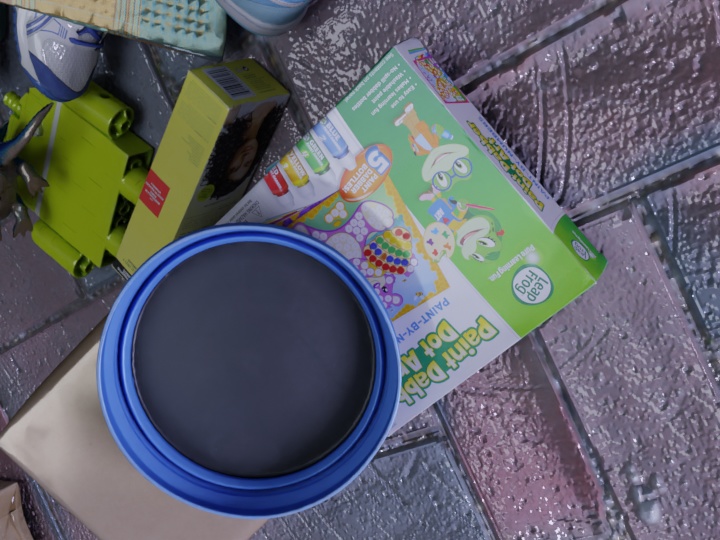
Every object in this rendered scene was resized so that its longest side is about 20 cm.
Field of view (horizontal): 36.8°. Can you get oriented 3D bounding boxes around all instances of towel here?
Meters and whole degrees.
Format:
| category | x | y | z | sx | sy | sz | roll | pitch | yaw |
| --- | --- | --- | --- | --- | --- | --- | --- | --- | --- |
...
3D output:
| category | x | y | z | sx | sy | sz | roll | pitch | yaw |
| --- | --- | --- | --- | --- | --- | --- | --- | --- | --- |
| towel | -0.184 | -0.249 | 0.799 | 0.199 | 0.022 | 0.147 | 14 | 112 | 2 |

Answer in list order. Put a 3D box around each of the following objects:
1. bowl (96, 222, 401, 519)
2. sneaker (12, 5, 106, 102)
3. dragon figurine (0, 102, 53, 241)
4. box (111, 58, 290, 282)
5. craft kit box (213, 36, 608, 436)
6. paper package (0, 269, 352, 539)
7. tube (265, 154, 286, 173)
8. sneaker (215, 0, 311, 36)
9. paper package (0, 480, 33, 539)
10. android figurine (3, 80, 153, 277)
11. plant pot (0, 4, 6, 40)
| category | x | y | z | sx | sy | sz | roll | pitch | yaw |
| --- | --- | --- | --- | --- | --- | --- | --- | --- | --- |
| bowl | -0.073 | 0.065 | 0.725 | 0.200 | 0.039 | 0.201 | 0 | 102 | 0 |
| sneaker | -0.212 | -0.226 | 0.849 | 0.088 | 0.075 | 0.201 | 20 | 110 | 25 |
| dragon figurine | -0.324 | -0.092 | 0.946 | 0.100 | 0.059 | 0.200 | 51 | 140 | 19 |
| box | -0.129 | -0.069 | 0.854 | 0.050 | 0.075 | 0.200 | 43 | 128 | 17 |
| craft kit box | 0.027 | -0.017 | 0.736 | 0.198 | 0.049 | 0.200 | 47 | 120 | -2 |
| paper package | -0.129 | 0.108 | 0.814 | 0.200 | 0.103 | 0.191 | -44 | 97 | 8 |
| tube | 0.000 | 0.000 | 0.800 | 0.077 | 0.050 | 0.200 | -27 | 92 | 42 |
| sneaker | -0.092 | -0.247 | 0.700 | 0.200 | 0.080 | 0.130 | 38 | 161 | -18 |
| paper package | -0.488 | 0.309 | 1.189 | 0.200 | 0.190 | 0.104 | -5 | 106 | 39 |
| android figurine | -0.252 | -0.087 | 0.963 | 0.200 | 0.041 | 0.182 | 37 | 125 | 19 |
| plant pot | -0.439 | -0.239 | 0.962 | 0.196 | 0.200 | 0.201 | 17 | 116 | 24 |
